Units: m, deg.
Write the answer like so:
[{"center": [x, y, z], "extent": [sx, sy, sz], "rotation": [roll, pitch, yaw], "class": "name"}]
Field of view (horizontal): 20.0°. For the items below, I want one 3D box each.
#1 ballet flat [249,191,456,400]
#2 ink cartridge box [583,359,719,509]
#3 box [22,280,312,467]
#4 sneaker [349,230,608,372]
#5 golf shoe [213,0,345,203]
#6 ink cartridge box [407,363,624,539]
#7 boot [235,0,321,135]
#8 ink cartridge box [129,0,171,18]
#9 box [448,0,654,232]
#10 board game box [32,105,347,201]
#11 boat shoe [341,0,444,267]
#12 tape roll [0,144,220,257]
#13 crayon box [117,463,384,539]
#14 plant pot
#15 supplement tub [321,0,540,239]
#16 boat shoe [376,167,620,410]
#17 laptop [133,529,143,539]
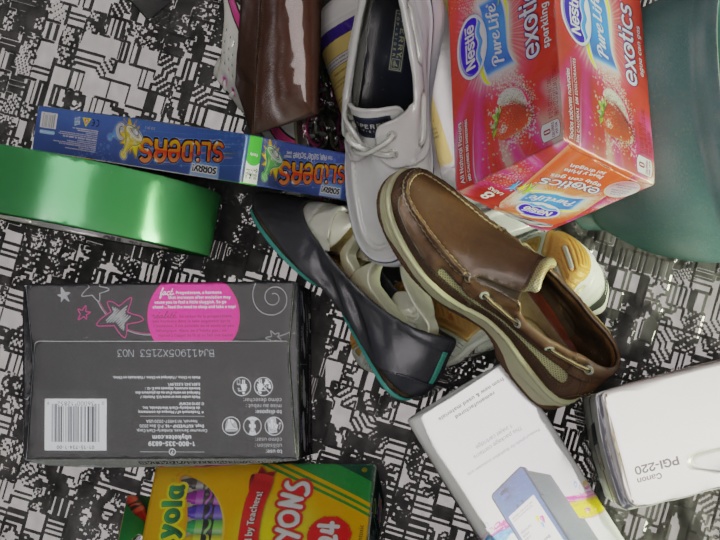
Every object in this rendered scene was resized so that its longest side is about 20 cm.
[{"center": [0.000, 0.000, 1.448], "extent": [0.073, 0.073, 0.200], "rotation": [-39, 67, 1], "class": "ballet flat"}, {"center": [0.234, 0.108, 1.421], "extent": [0.145, 0.200, 0.085], "rotation": [-14, 86, 2], "class": "ink cartridge box"}, {"center": [-0.137, 0.075, 1.492], "extent": [0.198, 0.115, 0.133], "rotation": [-1, 88, 5], "class": "box"}, {"center": [0.090, 0.039, 1.501], "extent": [0.199, 0.088, 0.076], "rotation": [-19, 63, 25], "class": "sneaker"}, {"center": [-0.062, -0.139, 1.530], "extent": [0.092, 0.072, 0.202], "rotation": [-13, 85, 29], "class": "golf shoe"}, {"center": [0.121, 0.170, 1.452], "extent": [0.087, 0.145, 0.201], "rotation": [-31, 84, -1], "class": "ink cartridge box"}, {"center": [-0.031, -0.187, 1.400], "extent": [0.064, 0.186, 0.202], "rotation": [2, 99, -28], "class": "boot"}, {"center": [-0.107, -0.278, 1.517], "extent": [0.200, 0.104, 0.059], "rotation": [-39, 86, 1], "class": "ink cartridge box"}, {"center": [0.124, -0.142, 1.366], "extent": [0.099, 0.095, 0.201], "rotation": [-24, 56, 41], "class": "box"}, {"center": [-0.115, -0.083, 1.447], "extent": [0.199, 0.135, 0.035], "rotation": [10, 92, 38], "class": "board game box"}, {"center": [0.013, -0.101, 1.381], "extent": [0.073, 0.065, 0.202], "rotation": [2, 95, 26], "class": "boat shoe"}, {"center": [-0.201, -0.051, 1.460], "extent": [0.199, 0.200, 0.049], "rotation": [10, 88, 4], "class": "tape roll"}, {"center": [-0.088, 0.204, 1.474], "extent": [0.198, 0.051, 0.128], "rotation": [-1, 50, 9], "class": "crayon box"}, {"center": [0.212, -0.096, 1.451], "extent": [0.133, 0.200, 0.202], "rotation": [-9, 86, 21], "class": "plant pot"}, {"center": [0.061, -0.112, 1.474], "extent": [0.144, 0.145, 0.201], "rotation": [-18, 86, 2], "class": "supplement tub"}, {"center": [0.099, 0.002, 1.354], "extent": [0.202, 0.075, 0.075], "rotation": [45, 49, -18], "class": "boat shoe"}, {"center": [-0.163, 0.318, 1.477], "extent": [0.200, 0.116, 0.187], "rotation": [-44, 85, 0], "class": "laptop"}]
